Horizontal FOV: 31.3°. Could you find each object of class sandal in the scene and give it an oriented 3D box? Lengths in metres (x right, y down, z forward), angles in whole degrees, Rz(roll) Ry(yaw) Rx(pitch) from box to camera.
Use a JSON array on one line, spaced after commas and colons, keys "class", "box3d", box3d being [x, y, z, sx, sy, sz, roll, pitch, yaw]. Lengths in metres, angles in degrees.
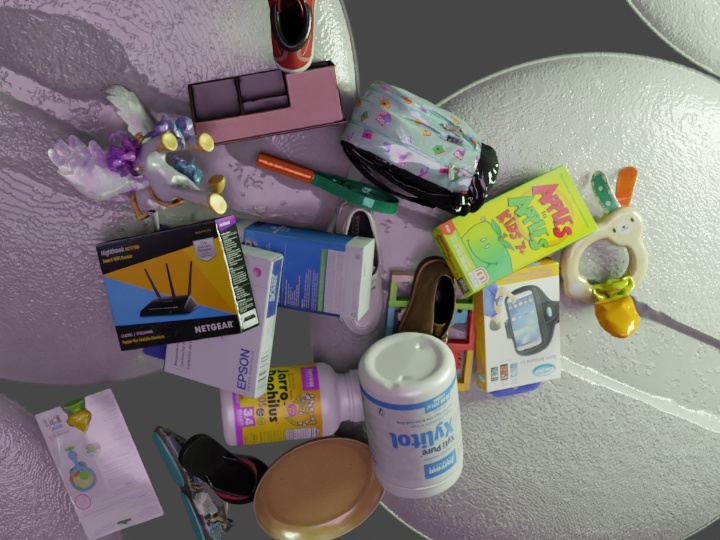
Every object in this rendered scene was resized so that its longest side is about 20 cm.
[{"class": "sandal", "box3d": [-0.181, 0.287, 1.795, 0.075, 0.045, 0.200, -56, 142, -6]}]

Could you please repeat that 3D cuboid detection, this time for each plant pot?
[{"class": "plant pot", "box3d": [-0.060, 0.312, 1.848, 0.200, 0.027, 0.200, -11, 126, -15]}]

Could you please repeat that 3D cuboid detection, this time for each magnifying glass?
[{"class": "magnifying glass", "box3d": [-0.044, -0.117, 1.728, 0.200, 0.080, 0.022, 21, 106, -2]}]

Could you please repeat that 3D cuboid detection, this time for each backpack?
[{"class": "backpack", "box3d": [0.074, -0.161, 1.691, 0.200, 0.167, 0.127, 27, 86, -11]}]

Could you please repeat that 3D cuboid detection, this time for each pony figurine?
[{"class": "pony figurine", "box3d": [-0.272, -0.136, 1.635, 0.193, 0.200, 0.167, 53, 53, -23]}]

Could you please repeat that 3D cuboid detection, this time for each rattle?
[{"class": "rattle", "box3d": [0.350, -0.031, 1.765, 0.130, 0.143, 0.200, 21, 111, 7]}]

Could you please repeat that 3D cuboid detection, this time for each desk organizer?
[{"class": "desk organizer", "box3d": [-0.125, -0.219, 1.682, 0.200, 0.072, 0.077, -10, 106, -4]}]

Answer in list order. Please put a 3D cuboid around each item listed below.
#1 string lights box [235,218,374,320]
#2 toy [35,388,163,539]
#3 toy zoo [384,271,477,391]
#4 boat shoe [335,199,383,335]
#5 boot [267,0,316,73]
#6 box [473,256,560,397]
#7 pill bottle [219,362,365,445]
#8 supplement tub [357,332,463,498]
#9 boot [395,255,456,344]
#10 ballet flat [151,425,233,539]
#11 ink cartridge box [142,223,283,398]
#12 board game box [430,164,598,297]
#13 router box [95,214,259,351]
[{"class": "string lights box", "box3d": [-0.087, -0.003, 1.722, 0.200, 0.059, 0.103, 9, 107, 14]}, {"class": "toy", "box3d": [-0.366, 0.269, 1.816, 0.115, 0.047, 0.200, -20, 105, 3]}, {"class": "toy zoo", "box3d": [0.098, 0.101, 1.832, 0.131, 0.020, 0.200, 2, 107, -7]}, {"class": "boat shoe", "box3d": [0.000, 0.000, 1.766, 0.072, 0.066, 0.200, 0, 107, -7]}, {"class": "boot", "box3d": [-0.085, -0.358, 1.583, 0.072, 0.144, 0.200, -3, 83, -2]}, {"class": "box", "box3d": [0.223, 0.087, 1.823, 0.119, 0.041, 0.200, -10, 106, -16]}, {"class": "pill bottle", "box3d": [-0.094, 0.184, 1.791, 0.200, 0.104, 0.104, -6, 108, -5]}, {"class": "supplement tub", "box3d": [0.071, 0.197, 1.748, 0.132, 0.132, 0.200, -12, 126, -3]}, {"class": "boot", "box3d": [0.094, 0.086, 1.777, 0.073, 0.075, 0.200, 3, 110, -12]}, {"class": "ballet flat", "box3d": [-0.235, 0.298, 1.839, 0.074, 0.074, 0.200, -19, 110, -1]}, {"class": "ink cartridge box", "box3d": [-0.209, 0.053, 1.722, 0.200, 0.043, 0.197, 13, 108, 19]}, {"class": "board game box", "box3d": [0.208, -0.054, 1.738, 0.200, 0.048, 0.102, -26, 84, -12]}, {"class": "router box", "box3d": [-0.240, 0.019, 1.676, 0.200, 0.051, 0.149, -10, 96, 29]}]
